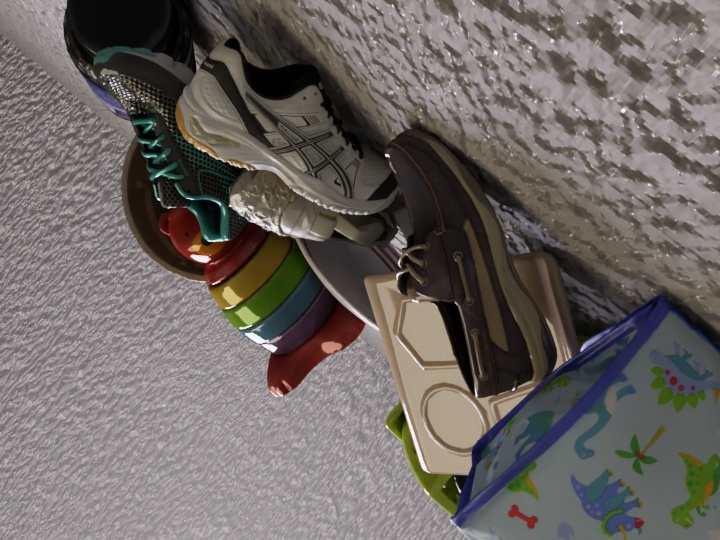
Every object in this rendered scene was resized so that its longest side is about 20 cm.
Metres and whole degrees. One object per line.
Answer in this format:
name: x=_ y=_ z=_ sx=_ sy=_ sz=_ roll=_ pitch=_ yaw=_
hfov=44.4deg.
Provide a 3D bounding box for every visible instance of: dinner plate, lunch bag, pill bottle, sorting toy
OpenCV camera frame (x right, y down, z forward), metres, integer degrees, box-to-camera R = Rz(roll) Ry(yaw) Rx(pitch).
dinner plate: x=0.000 y=0.000 z=0.880 sx=0.199 sy=0.024 sz=0.201 roll=38 pitch=-156 yaw=-20
lunch bag: x=0.187 y=0.137 z=0.583 sx=0.170 sy=0.200 sz=0.128 roll=41 pitch=-153 yaw=-1
pill bottle: x=-0.209 y=-0.209 z=0.811 sx=0.112 sy=0.112 sz=0.200 roll=40 pitch=173 yaw=-6
sorting toy: x=0.101 y=0.081 z=0.719 sx=0.198 sy=0.036 sz=0.187 roll=-6 pitch=105 yaw=44

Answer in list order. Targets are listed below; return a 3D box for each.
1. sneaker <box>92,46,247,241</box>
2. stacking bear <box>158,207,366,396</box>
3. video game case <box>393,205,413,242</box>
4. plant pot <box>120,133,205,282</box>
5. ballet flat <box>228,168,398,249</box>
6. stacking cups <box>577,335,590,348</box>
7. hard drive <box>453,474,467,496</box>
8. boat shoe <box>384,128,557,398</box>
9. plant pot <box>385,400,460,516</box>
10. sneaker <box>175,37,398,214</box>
sneaker: x=-0.148 y=-0.098 z=0.729 sx=0.077 sy=0.092 sz=0.200 roll=-2 pitch=146 yaw=41
stacking bear: x=-0.103 y=0.001 z=0.856 sx=0.200 sy=0.121 sz=0.114 roll=47 pitch=-167 yaw=-20
video game case: x=0.094 y=0.051 z=0.873 sx=0.200 sy=0.023 sz=0.183 roll=55 pitch=-169 yaw=-65
plant pot: x=-0.146 y=-0.087 z=1.014 sx=0.200 sy=0.201 sz=0.183 roll=39 pitch=-176 yaw=7
ballet flat: x=-0.029 y=-0.054 z=0.789 sx=0.071 sy=0.072 sz=0.199 roll=35 pitch=-163 yaw=32
stacking cups: x=0.172 y=0.090 z=0.790 sx=0.060 sy=0.061 sz=0.200 roll=40 pitch=169 yaw=-6
hard drive: x=0.108 y=0.183 z=0.890 sx=0.140 sy=0.037 sz=0.202 roll=64 pitch=-174 yaw=-53
boat shoe: x=0.064 y=-0.002 z=0.618 sx=0.202 sy=0.073 sz=0.074 roll=61 pitch=168 yaw=3
plant pot: x=0.164 y=0.217 z=1.181 sx=0.200 sy=0.199 sz=0.181 roll=43 pitch=179 yaw=-34
sneaker: x=-0.040 y=-0.111 z=0.689 sx=0.198 sy=0.088 sz=0.076 roll=18 pitch=-153 yaw=-31
